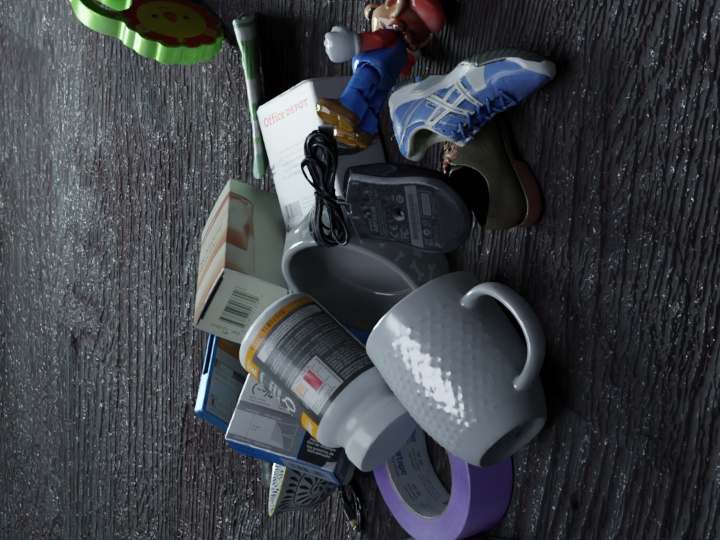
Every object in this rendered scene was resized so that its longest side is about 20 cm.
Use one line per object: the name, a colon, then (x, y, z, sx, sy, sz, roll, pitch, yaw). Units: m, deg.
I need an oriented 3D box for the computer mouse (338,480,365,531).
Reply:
computer mouse: (-0.047, 0.261, 1.956, 0.200, 0.034, 0.059, 61, 143, 23)

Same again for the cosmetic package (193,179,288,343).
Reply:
cosmetic package: (-0.147, -0.012, 1.810, 0.200, 0.087, 0.104, -94, 29, -56)

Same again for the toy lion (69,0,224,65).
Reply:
toy lion: (-0.290, -0.347, 1.985, 0.192, 0.199, 0.069, -108, 30, -46)

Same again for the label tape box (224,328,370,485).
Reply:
label tape box: (-0.059, 0.137, 1.748, 0.144, 0.201, 0.063, 14, 161, 17)

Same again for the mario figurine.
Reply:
mario figurine: (0.013, -0.238, 1.579, 0.201, 0.106, 0.123, -61, 6, -13)

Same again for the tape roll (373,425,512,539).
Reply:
tape roll: (0.090, 0.216, 1.701, 0.200, 0.065, 0.201, 26, 122, 51)

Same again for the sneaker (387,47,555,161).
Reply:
sneaker: (0.116, -0.169, 1.485, 0.199, 0.076, 0.077, -18, 65, 40)

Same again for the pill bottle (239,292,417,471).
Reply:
pill bottle: (-0.034, 0.127, 1.649, 0.200, 0.116, 0.117, 42, 135, 23)

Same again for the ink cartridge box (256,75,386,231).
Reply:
ink cartridge box: (-0.039, -0.123, 1.766, 0.146, 0.084, 0.201, -17, 86, 57)

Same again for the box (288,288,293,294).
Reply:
box: (-0.085, 0.010, 1.915, 0.200, 0.049, 0.083, 27, 123, 51)

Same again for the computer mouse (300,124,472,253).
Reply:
computer mouse: (0.035, -0.078, 1.529, 0.199, 0.053, 0.139, 13, 123, 28)

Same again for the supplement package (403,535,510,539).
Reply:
supplement package: (0.111, 0.372, 1.677, 0.200, 0.113, 0.110, -7, 95, 56)

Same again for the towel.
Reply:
towel: (-0.140, -0.228, 1.878, 0.153, 0.023, 0.201, -97, 2, -78)

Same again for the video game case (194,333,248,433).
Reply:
video game case: (-0.141, 0.122, 1.859, 0.018, 0.143, 0.201, -21, 48, 36)

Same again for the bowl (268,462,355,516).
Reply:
bowl: (-0.053, 0.223, 1.867, 0.201, 0.094, 0.202, -168, 90, -84)

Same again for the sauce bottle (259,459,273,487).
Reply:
sauce bottle: (-0.132, 0.201, 2.037, 0.065, 0.064, 0.201, -2, 98, 57)

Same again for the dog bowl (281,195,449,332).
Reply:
dog bowl: (0.000, 0.000, 1.670, 0.200, 0.200, 0.059, -38, 26, 55)

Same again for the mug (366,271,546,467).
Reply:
mug: (0.123, 0.098, 1.541, 0.176, 0.147, 0.200, 54, 135, 23)

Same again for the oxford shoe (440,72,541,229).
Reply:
oxford shoe: (0.115, -0.129, 1.537, 0.200, 0.075, 0.071, 59, 143, 26)
